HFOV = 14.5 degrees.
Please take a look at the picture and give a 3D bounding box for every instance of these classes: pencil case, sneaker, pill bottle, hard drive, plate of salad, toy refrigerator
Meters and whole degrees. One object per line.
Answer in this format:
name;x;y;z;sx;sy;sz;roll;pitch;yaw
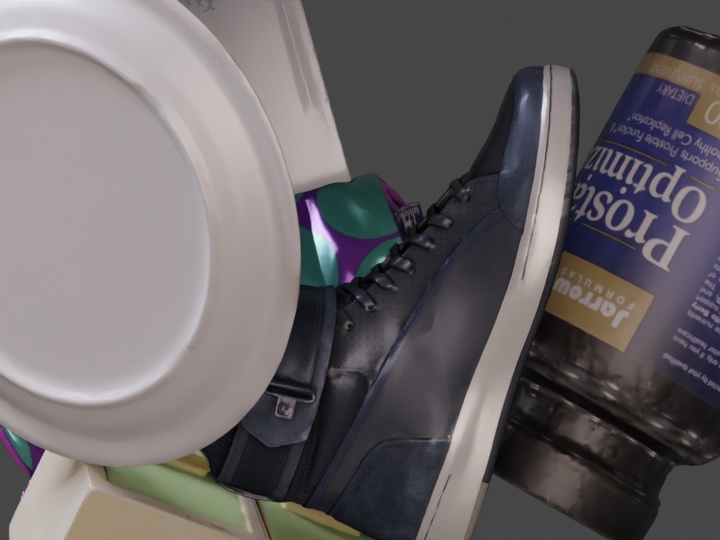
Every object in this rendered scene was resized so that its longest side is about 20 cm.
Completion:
pencil case;-0.059;0.031;1.192;0.199;0.085;0.093;-22;57;1
sneaker;0.000;0.001;1.110;0.146;0.077;0.203;18;93;-1
pill bottle;0.126;0.010;1.176;0.112;0.112;0.200;29;87;3
hard drive;-0.116;-0.072;1.229;0.199;0.025;0.132;-16;86;0
plate of salad;-0.103;-0.024;1.066;0.199;0.048;0.201;11;112;28
toy refrigerator;-0.036;0.125;1.149;0.199;0.076;0.070;21;107;-20
